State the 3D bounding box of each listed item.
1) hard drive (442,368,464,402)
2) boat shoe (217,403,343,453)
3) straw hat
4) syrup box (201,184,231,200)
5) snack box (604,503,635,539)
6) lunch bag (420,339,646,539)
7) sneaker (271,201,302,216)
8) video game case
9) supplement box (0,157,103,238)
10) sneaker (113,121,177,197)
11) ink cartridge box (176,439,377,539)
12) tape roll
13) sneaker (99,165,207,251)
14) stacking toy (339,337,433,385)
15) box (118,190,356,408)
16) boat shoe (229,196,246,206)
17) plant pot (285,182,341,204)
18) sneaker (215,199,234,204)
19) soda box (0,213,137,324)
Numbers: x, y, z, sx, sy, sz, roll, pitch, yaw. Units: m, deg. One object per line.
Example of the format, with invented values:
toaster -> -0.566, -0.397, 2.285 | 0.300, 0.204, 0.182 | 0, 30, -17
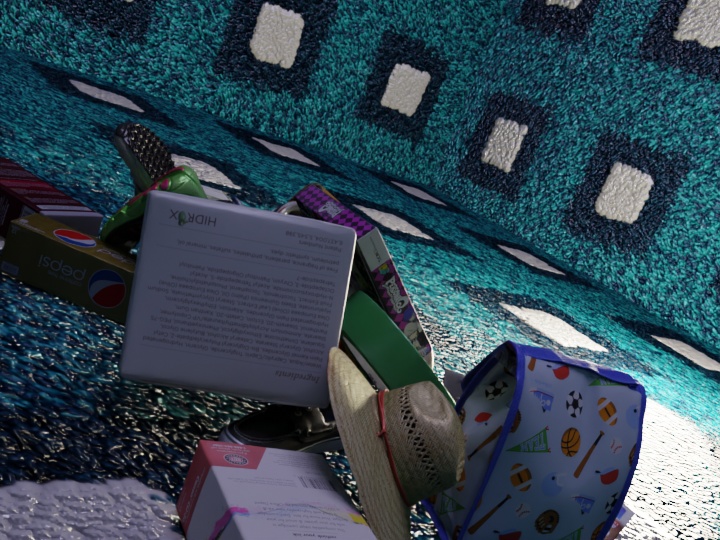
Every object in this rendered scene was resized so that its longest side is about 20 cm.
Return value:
hard drive -> 0.163, 0.198, 1.037 | 0.133, 0.043, 0.200 | 22, 14, -3
boat shoe -> -0.063, 0.150, 0.808 | 0.068, 0.057, 0.199 | 30, 15, 31
straw hat -> 0.047, 0.148, 0.698 | 0.084, 0.204, 0.201 | -21, 0, 9
syrup box -> -0.246, -0.076, 1.337 | 0.078, 0.082, 0.200 | 15, 16, -30
snack box -> 0.213, 0.225, 0.919 | 0.200, 0.024, 0.072 | 43, 40, 22
lunch bag -> 0.172, 0.175, 0.790 | 0.168, 0.202, 0.124 | 16, 14, -22
sneaker -> -0.109, -0.009, 1.068 | 0.078, 0.202, 0.079 | 30, -34, -29
video game case -> 0.000, 0.000, 0.995 | 0.200, 0.036, 0.183 | 39, -22, 59
supplement box -> -0.455, -0.089, 1.075 | 0.198, 0.062, 0.109 | 29, 14, 21
sneaker -> -0.270, -0.096, 1.042 | 0.071, 0.092, 0.200 | -88, 153, -44
ink cartridge box -> -0.050, 0.208, 0.579 | 0.115, 0.068, 0.200 | 15, 14, -29
tape roll -> 0.040, 0.115, 0.908 | 0.201, 0.048, 0.201 | 51, -7, 8
sneaker -> -0.245, -0.053, 0.968 | 0.084, 0.199, 0.077 | 52, 49, -16
stacking toy -> -0.007, 0.113, 1.035 | 0.198, 0.086, 0.085 | 7, 19, -30
box -> -0.120, 0.024, 0.813 | 0.197, 0.174, 0.199 | 11, 1, -8
boat shoe -> -0.191, -0.059, 1.413 | 0.072, 0.073, 0.200 | 19, 23, -36
plant pot -> -0.039, -0.001, 1.244 | 0.199, 0.187, 0.186 | 33, 7, -25
sneaker -> -0.177, 0.003, 1.011 | 0.074, 0.203, 0.079 | -6, -27, 6
soda box -> -0.312, 0.003, 0.948 | 0.198, 0.065, 0.068 | 23, 13, -1
